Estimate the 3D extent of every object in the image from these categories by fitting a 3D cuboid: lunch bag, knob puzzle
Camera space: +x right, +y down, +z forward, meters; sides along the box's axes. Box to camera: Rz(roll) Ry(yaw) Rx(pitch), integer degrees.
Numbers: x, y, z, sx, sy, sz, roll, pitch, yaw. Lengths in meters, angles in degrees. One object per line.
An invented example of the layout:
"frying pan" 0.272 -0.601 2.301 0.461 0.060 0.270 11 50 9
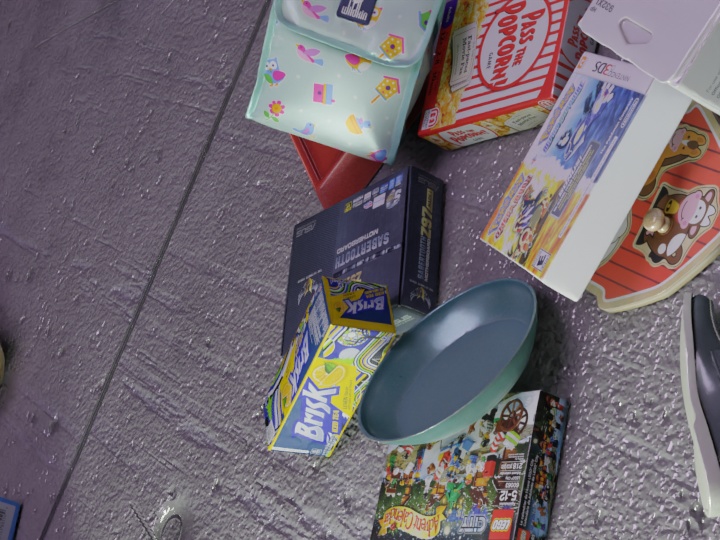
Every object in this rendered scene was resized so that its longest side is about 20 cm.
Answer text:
"lunch bag" -0.010 -0.230 1.761 0.122 0.170 0.201 -64 -8 -62
"knob puzzle" 0.244 -0.058 1.481 0.219 0.030 0.221 -33 45 41

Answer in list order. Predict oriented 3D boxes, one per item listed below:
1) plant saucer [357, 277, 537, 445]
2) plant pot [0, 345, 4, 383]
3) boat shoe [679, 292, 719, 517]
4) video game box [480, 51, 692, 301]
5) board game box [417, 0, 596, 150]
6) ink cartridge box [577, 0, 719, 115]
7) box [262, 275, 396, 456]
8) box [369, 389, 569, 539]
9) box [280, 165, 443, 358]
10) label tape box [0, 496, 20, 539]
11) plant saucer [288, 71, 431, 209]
"plant saucer" 0.086 0.089 1.562 0.200 0.036 0.200 -35 22 17
"plant pot" -0.614 0.123 2.484 0.188 0.200 0.202 12 80 43
"boat shoe" 0.279 0.099 1.325 0.061 0.073 0.201 -5 47 6
"video game box" 0.192 -0.088 1.509 0.201 0.047 0.182 -61 15 4
"board game box" 0.148 -0.209 1.700 0.200 0.046 0.152 -12 61 52
"ink cartridge box" 0.287 -0.158 1.321 0.084 0.199 0.145 -59 33 11
"box" -0.033 0.097 1.699 0.200 0.070 0.064 117 153 -43
"box" 0.093 0.182 1.543 0.200 0.038 0.137 -12 60 52
"box" 0.000 0.000 1.781 0.200 0.051 0.158 -25 52 47
"label tape box" -0.537 0.378 2.315 0.200 0.066 0.144 -17 57 49
"plant saucer" -0.011 -0.184 1.927 0.200 0.037 0.200 -52 35 21
